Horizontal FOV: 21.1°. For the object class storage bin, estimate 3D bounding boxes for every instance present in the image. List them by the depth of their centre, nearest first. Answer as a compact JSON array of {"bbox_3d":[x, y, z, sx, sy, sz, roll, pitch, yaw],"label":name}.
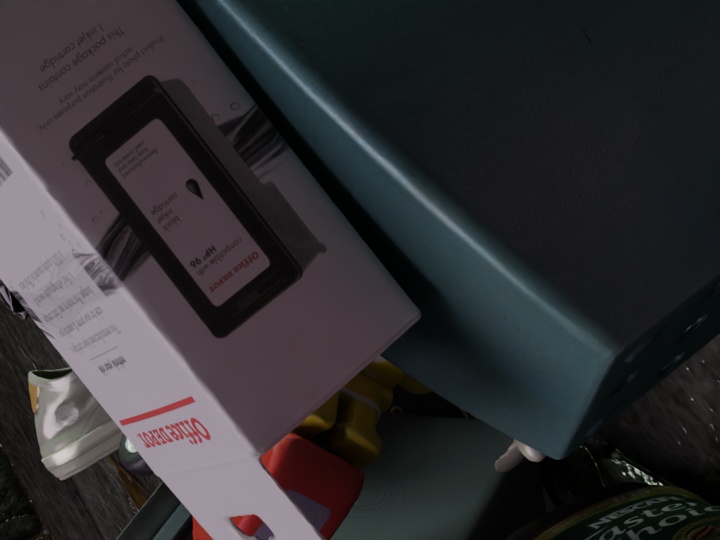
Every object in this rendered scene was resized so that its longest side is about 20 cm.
[{"bbox_3d":[-0.002,0.143,0.821,0.134,0.200,0.146,-1,113,22],"label":"storage bin"}]

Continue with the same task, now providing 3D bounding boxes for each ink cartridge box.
[{"bbox_3d":[-0.059,-0.006,0.575,0.200,0.068,0.116,52,160,-6],"label":"ink cartridge box"}]

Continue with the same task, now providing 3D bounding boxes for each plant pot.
[{"bbox_3d":[0.033,-0.053,0.588,0.200,0.141,0.141,49,161,15],"label":"plant pot"}]

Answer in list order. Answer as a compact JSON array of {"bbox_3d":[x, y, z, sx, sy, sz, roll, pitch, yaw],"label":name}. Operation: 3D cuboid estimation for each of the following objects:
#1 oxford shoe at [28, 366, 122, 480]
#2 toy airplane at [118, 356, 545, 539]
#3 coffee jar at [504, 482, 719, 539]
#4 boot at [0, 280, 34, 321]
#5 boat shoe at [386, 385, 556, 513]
[{"bbox_3d":[-0.071,0.024,0.892,0.058,0.200,0.075,59,-177,1],"label":"oxford shoe"},{"bbox_3d":[0.000,0.000,0.724,0.141,0.200,0.200,-9,101,53],"label":"toy airplane"},{"bbox_3d":[0.122,0.129,0.690,0.085,0.104,0.200,69,161,-6],"label":"coffee jar"},{"bbox_3d":[-0.093,-0.035,0.893,0.200,0.174,0.069,24,141,61],"label":"boot"},{"bbox_3d":[0.064,0.129,0.926,0.200,0.057,0.069,61,162,-6],"label":"boat shoe"}]
